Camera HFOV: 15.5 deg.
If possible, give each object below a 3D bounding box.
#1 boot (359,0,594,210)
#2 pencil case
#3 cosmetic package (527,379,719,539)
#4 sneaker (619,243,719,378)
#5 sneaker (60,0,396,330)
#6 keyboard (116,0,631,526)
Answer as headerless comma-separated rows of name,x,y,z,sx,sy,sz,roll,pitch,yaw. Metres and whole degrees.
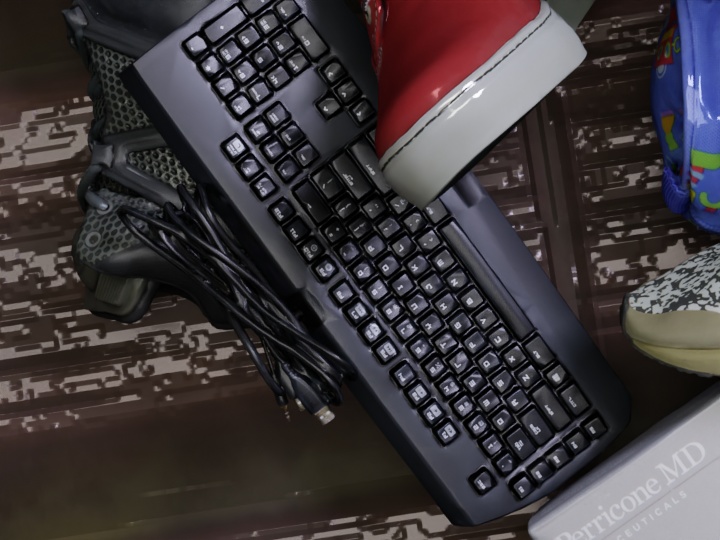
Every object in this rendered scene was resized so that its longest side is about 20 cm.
boot,0.004,-0.106,0.844,0.072,0.200,0.144,-39,101,20
pencil case,0.197,-0.047,0.896,0.199,0.078,0.087,5,72,6
cosmetic package,0.154,0.134,0.888,0.107,0.090,0.200,-38,88,5
sneaker,0.166,-0.035,0.825,0.199,0.077,0.089,-24,111,15
sneaker,-0.080,-0.058,0.919,0.114,0.076,0.200,-39,90,-5
keyboard,0.000,0.000,0.872,0.104,0.040,0.200,-38,95,-6
